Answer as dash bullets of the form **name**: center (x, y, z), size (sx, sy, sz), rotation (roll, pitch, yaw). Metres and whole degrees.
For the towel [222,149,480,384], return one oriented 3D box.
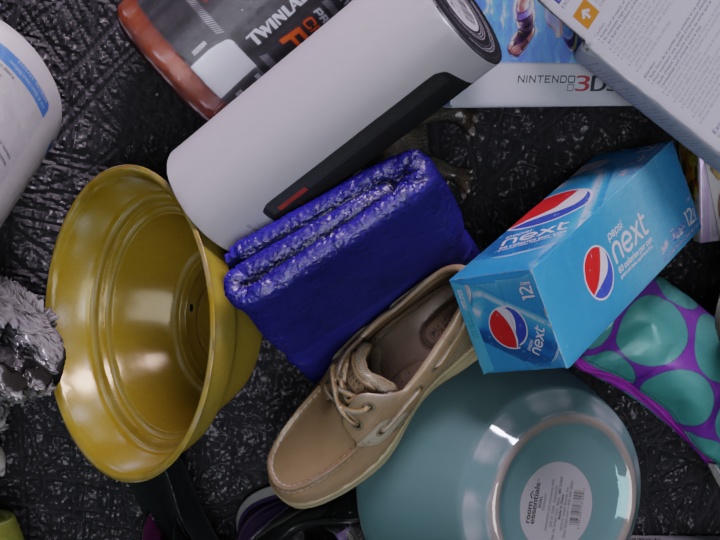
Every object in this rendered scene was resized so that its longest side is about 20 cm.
- **towel**: center (0.000, 0.000, 0.858), size (0.147, 0.200, 0.050), rotation (-34, 67, 1)

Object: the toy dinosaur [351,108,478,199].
- **toy dinosaur**: center (0.021, -0.097, 0.884), size (0.102, 0.077, 0.201), rotation (5, 107, -13)

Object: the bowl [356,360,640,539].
- **bowl**: center (0.109, 0.145, 0.903), size (0.200, 0.105, 0.202), rotation (-1, 92, -27)

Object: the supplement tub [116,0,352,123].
- **supplement tub**: center (-0.048, -0.189, 0.837), size (0.200, 0.107, 0.107), rotation (-42, 104, 7)

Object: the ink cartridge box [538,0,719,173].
- **ink cartridge box**: center (0.224, -0.188, 0.844), size (0.200, 0.041, 0.200), rotation (36, 84, -18)

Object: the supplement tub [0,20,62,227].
- **supplement tub**: center (-0.272, -0.053, 0.792), size (0.131, 0.200, 0.132), rotation (12, 139, 11)

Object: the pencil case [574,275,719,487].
- **pencil case**: center (0.231, 0.081, 0.944), size (0.200, 0.085, 0.093), rotation (40, 75, -13)

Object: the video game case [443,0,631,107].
- **video game case**: center (0.126, -0.203, 0.842), size (0.181, 0.045, 0.201), rotation (-5, 107, -32)

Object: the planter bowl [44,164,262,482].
- **planter bowl**: center (-0.122, 0.034, 0.879), size (0.083, 0.200, 0.201), rotation (1, 108, -42)

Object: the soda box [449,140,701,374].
- **soda box**: center (0.142, -0.012, 0.859), size (0.064, 0.200, 0.068), rotation (-8, 111, 41)

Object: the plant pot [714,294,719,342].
- **plant pot**: center (0.310, 0.031, 0.865), size (0.134, 0.200, 0.201), rotation (30, 104, 30)

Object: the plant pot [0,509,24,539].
- **plant pot**: center (-0.282, 0.268, 0.917), size (0.186, 0.187, 0.201), rotation (0, 90, -5)

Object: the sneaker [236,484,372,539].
- **sneaker**: center (0.010, 0.175, 0.948), size (0.199, 0.088, 0.076), rotation (-23, 105, 1)

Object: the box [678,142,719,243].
- **box**: center (0.240, -0.119, 0.915), size (0.041, 0.039, 0.201), rotation (-6, 105, -7)

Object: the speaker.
- **speaker**: center (-0.019, -0.095, 0.788), size (0.200, 0.081, 0.081), rotation (-36, 106, 23)

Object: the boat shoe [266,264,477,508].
- **boat shoe**: center (0.005, 0.070, 0.863), size (0.200, 0.064, 0.071), rotation (-47, 60, 7)

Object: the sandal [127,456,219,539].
- **sandal**: center (-0.131, 0.203, 0.949), size (0.048, 0.075, 0.201), rotation (-33, 101, -39)

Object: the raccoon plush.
- **raccoon plush**: center (-0.279, 0.048, 0.910), size (0.134, 0.097, 0.200), rotation (-37, 63, 34)

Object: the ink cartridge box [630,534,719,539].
- **ink cartridge box**: center (0.221, 0.301, 1.020), size (0.109, 0.050, 0.201), rotation (2, 106, -6)
